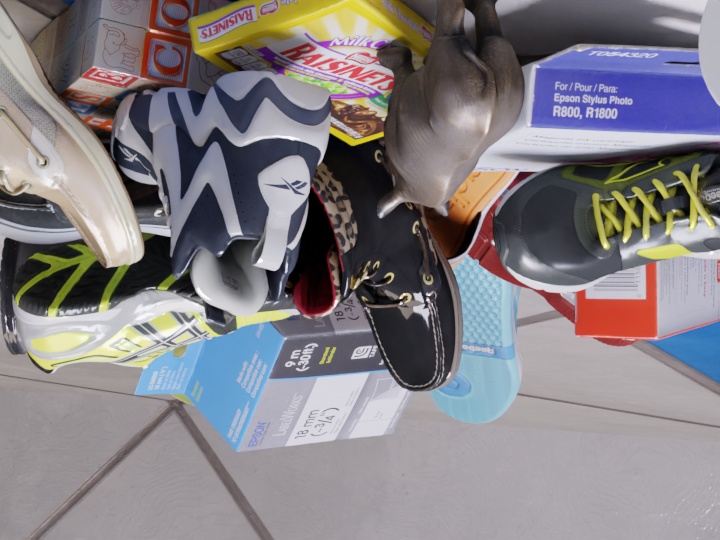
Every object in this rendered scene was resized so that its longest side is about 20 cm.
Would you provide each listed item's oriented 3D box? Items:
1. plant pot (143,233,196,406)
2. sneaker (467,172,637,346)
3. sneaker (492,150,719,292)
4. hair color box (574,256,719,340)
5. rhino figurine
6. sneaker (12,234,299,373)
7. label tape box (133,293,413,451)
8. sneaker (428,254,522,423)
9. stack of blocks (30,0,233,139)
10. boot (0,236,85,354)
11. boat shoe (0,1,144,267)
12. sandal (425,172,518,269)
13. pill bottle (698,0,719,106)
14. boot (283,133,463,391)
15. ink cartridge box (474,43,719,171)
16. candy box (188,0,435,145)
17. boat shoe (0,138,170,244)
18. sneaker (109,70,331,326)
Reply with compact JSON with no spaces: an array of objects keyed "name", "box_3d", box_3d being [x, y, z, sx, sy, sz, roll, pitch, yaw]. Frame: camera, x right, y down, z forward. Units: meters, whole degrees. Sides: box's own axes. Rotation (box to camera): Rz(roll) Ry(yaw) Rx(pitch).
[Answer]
[{"name":"plant pot","box_3d":[-0.063,-0.008,1.553,0.199,0.189,0.186,-19,157,33]},{"name":"sneaker","box_3d":[0.145,-0.044,1.433,0.200,0.116,0.078,41,148,1]},{"name":"sneaker","box_3d":[0.170,-0.040,1.150,0.198,0.075,0.085,-11,172,-25]},{"name":"hair color box","box_3d":[0.205,-0.015,1.317,0.061,0.103,0.199,1,-176,30]},{"name":"rhino figurine","box_3d":[0.041,-0.083,1.102,0.059,0.088,0.200,-7,161,-17]},{"name":"sneaker","box_3d":[-0.128,0.020,1.298,0.198,0.076,0.077,-3,136,-14]},{"name":"label tape box","box_3d":[-0.053,0.068,1.467,0.198,0.064,0.145,-4,143,-25]},{"name":"sneaker","box_3d":[0.102,0.016,1.556,0.079,0.131,0.201,12,135,9]},{"name":"stack of blocks","box_3d":[-0.132,-0.120,1.217,0.114,0.059,0.200,10,170,-21]},{"name":"boot","box_3d":[-0.165,-0.034,1.333,0.130,0.202,0.070,10,171,0]},{"name":"boat shoe","box_3d":[-0.199,-0.077,1.160,0.201,0.065,0.072,58,162,-20]},{"name":"sandal","box_3d":[0.049,-0.044,1.366,0.079,0.059,0.207,35,148,1]},{"name":"pill bottle","box_3d":[0.254,-0.089,0.953,0.113,0.115,0.199,-2,168,41]},{"name":"boot","box_3d":[0.000,0.000,1.287,0.073,0.202,0.150,-4,-167,26]},{"name":"ink cartridge box","box_3d":[0.158,-0.088,1.154,0.195,0.044,0.200,0,175,-24]},{"name":"candy box","box_3d":[-0.006,-0.121,1.147,0.101,0.027,0.200,-19,161,22]},{"name":"boat shoe","box_3d":[-0.159,-0.058,1.254,0.198,0.069,0.057,2,154,11]},{"name":"sneaker","box_3d":[-0.089,-0.033,1.123,0.079,0.131,0.198,15,167,-38]}]
